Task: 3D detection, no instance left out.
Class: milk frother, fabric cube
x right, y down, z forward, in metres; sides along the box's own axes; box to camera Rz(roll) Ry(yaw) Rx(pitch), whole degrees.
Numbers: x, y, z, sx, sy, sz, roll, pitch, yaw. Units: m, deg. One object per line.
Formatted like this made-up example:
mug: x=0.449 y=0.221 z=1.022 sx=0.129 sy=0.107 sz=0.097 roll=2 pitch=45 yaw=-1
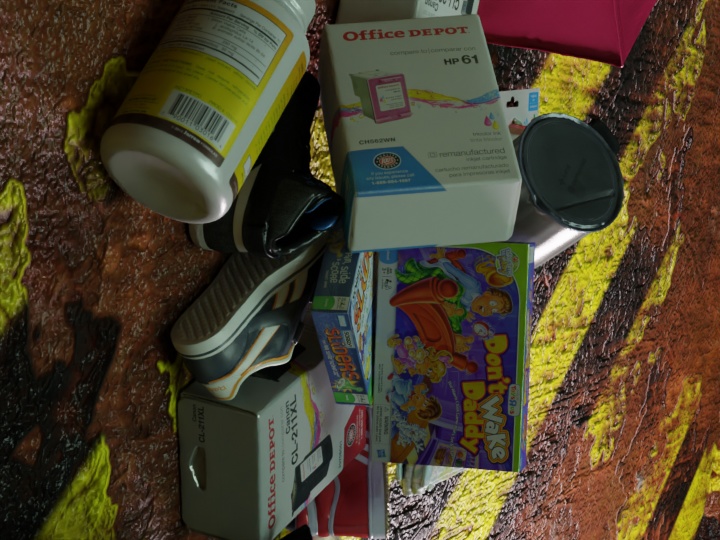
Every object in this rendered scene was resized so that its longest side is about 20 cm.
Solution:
milk frother: x=0.121 y=-0.100 z=1.594 sx=0.188 sy=0.200 sz=0.181 roll=-37 pitch=-159 yaw=51
fabric cube: x=0.212 y=-0.361 z=1.773 sx=0.200 sy=0.200 sz=0.196 roll=-58 pitch=151 yaw=-34

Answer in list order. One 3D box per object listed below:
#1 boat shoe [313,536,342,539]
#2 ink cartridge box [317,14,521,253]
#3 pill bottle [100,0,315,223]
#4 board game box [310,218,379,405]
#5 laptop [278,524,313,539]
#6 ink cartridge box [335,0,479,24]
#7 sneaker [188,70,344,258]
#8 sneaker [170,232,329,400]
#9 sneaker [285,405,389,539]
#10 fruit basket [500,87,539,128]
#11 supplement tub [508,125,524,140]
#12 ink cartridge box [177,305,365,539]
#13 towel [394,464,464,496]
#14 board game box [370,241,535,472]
boat shoe: x=-0.018 y=0.320 z=1.790 sx=0.065 sy=0.072 sz=0.200 roll=-65 pitch=148 yaw=-20
ink cartridge box: x=0.047 y=-0.122 z=1.478 sx=0.085 sy=0.144 sz=0.200 roll=95 pitch=-12 yaw=-51
pill bottle: x=-0.109 y=-0.143 z=1.308 sx=0.200 sy=0.109 sz=0.109 roll=-63 pitch=152 yaw=-27
board game box: x=0.000 y=0.000 z=1.520 sx=0.136 sy=0.034 sz=0.200 roll=76 pitch=20 yaw=-50
laptop: x=-0.076 y=0.363 z=1.492 sx=0.116 sy=0.200 sz=0.188 roll=42 pitch=20 yaw=-45
ink cartridge box: x=0.057 y=-0.298 z=1.613 sx=0.144 sy=0.084 sz=0.201 roll=5 pitch=99 yaw=-65
sneaker: x=-0.052 y=-0.085 z=1.456 sx=0.200 sy=0.112 sz=0.073 roll=-61 pitch=152 yaw=-30
sneaker: x=-0.084 y=0.029 z=1.482 sx=0.200 sy=0.078 sz=0.080 roll=-47 pitch=129 yaw=-33
sneaker: x=-0.029 y=0.201 z=1.724 sx=0.200 sy=0.112 sz=0.071 roll=-95 pitch=-178 yaw=-63
fruit basket: x=0.179 y=-0.106 z=1.963 sx=0.185 sy=0.094 sz=0.201 roll=-15 pitch=112 yaw=-62
supplement tub: x=0.109 y=-0.053 z=1.775 sx=0.145 sy=0.145 sz=0.201 roll=-10 pitch=111 yaw=-63
ink cartridge box: x=-0.075 y=0.139 z=1.555 sx=0.200 sy=0.083 sz=0.146 roll=-40 pitch=137 yaw=-53
towel: x=0.095 y=0.141 z=1.914 sx=0.171 sy=0.048 sz=0.201 roll=-13 pitch=113 yaw=-65
board game box: x=0.082 y=0.072 z=1.511 sx=0.045 sy=0.134 sz=0.201 roll=-9 pitch=101 yaw=-77
